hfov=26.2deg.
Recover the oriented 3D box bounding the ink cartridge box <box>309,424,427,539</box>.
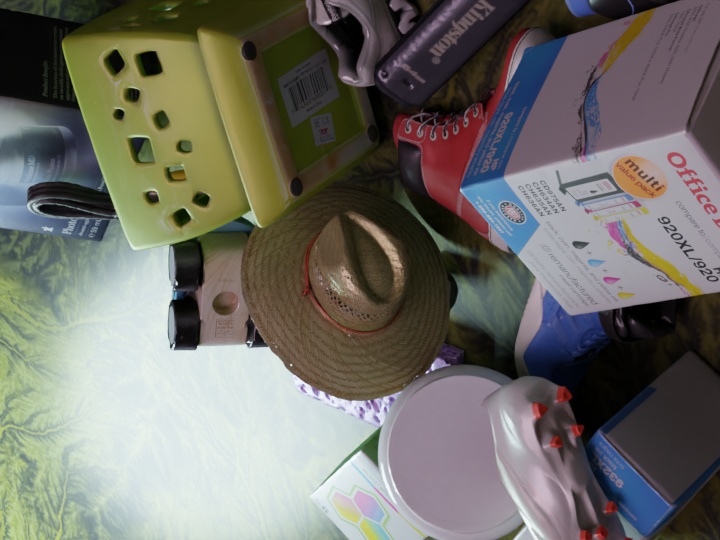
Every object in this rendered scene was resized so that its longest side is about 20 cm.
[{"bbox_3d":[0.016,0.228,1.522,0.104,0.059,0.200,46,146,3],"label":"ink cartridge box"}]

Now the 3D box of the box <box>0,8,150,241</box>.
[{"bbox_3d":[-0.325,-0.140,1.515,0.201,0.196,0.124,123,148,-47],"label":"box"}]

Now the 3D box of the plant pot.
[{"bbox_3d":[-0.106,-0.146,1.327,0.180,0.200,0.201,-2,113,38],"label":"plant pot"}]

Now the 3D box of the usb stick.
[{"bbox_3d":[0.084,-0.197,1.190,0.055,0.033,0.200,28,133,-24],"label":"usb stick"}]

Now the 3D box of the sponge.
[{"bbox_3d":[0.014,0.098,1.487,0.198,0.030,0.113,20,129,34],"label":"sponge"}]

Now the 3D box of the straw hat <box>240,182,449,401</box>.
[{"bbox_3d":[0.000,0.000,1.302,0.201,0.200,0.085,48,156,9],"label":"straw hat"}]

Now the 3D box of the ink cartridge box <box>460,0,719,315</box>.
[{"bbox_3d":[0.204,-0.078,1.067,0.199,0.145,0.147,-12,131,47],"label":"ink cartridge box"}]

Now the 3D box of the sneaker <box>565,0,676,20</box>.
[{"bbox_3d":[0.175,-0.272,1.068,0.077,0.070,0.202,5,122,33],"label":"sneaker"}]

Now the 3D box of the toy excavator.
[{"bbox_3d":[-0.148,0.014,1.518,0.201,0.099,0.197,-114,26,-57],"label":"toy excavator"}]

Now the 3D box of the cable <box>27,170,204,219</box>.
[{"bbox_3d":[-0.219,-0.071,1.504,0.197,0.051,0.097,2,162,2],"label":"cable"}]

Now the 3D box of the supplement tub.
[{"bbox_3d":[0.088,0.155,1.301,0.145,0.144,0.200,49,178,8],"label":"supplement tub"}]

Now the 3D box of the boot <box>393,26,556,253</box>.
[{"bbox_3d":[0.087,-0.125,1.244,0.144,0.072,0.202,34,138,27],"label":"boot"}]

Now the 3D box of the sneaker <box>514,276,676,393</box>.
[{"bbox_3d":[0.193,0.045,1.240,0.111,0.076,0.202,35,129,36],"label":"sneaker"}]

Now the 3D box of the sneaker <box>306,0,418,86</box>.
[{"bbox_3d":[-0.016,-0.245,1.258,0.075,0.081,0.202,-17,101,50],"label":"sneaker"}]

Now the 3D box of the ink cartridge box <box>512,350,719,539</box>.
[{"bbox_3d":[0.215,0.179,1.253,0.084,0.145,0.201,43,137,15],"label":"ink cartridge box"}]

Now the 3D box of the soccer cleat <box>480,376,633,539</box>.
[{"bbox_3d":[0.149,0.177,1.162,0.077,0.069,0.202,-18,90,55],"label":"soccer cleat"}]

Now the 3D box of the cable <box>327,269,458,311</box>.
[{"bbox_3d":[-0.005,0.025,1.421,0.199,0.050,0.098,11,78,45],"label":"cable"}]
